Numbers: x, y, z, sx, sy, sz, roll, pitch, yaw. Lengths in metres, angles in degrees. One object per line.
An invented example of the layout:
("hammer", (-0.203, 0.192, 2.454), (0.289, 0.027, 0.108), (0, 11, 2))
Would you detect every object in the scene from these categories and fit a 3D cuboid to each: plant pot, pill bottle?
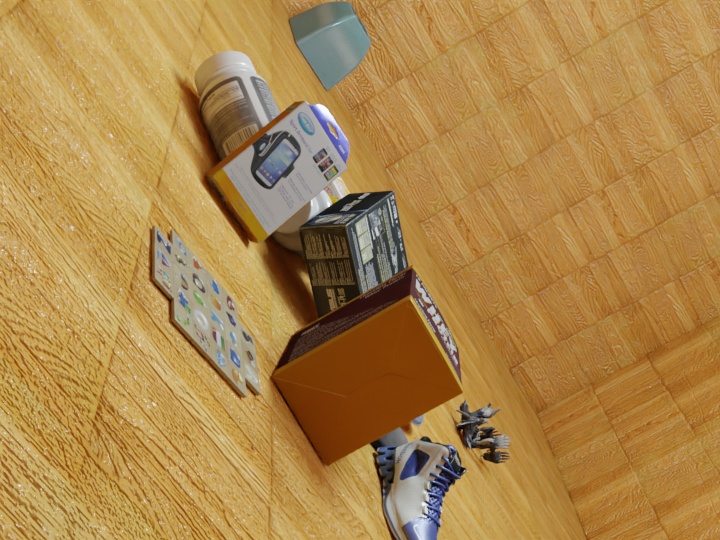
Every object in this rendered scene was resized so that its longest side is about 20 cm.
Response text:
("plant pot", (-0.082, -0.723, 3.168), (0.197, 0.199, 0.197), (54, 11, -36))
("pill bottle", (-0.177, -0.226, 1.532), (0.201, 0.113, 0.114), (66, 11, 26))
("pill bottle", (-0.079, -0.076, 1.618), (0.110, 0.109, 0.200), (64, 10, 17))

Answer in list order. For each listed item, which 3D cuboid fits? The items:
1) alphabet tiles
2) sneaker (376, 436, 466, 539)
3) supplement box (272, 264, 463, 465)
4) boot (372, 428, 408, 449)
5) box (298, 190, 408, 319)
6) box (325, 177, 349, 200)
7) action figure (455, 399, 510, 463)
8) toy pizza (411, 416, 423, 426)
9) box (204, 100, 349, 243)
("alphabet tiles", (-0.169, 0.046, 1.121), (0.200, 0.006, 0.167), (54, 12, -35))
("sneaker", (0.092, 0.300, 1.413), (0.081, 0.115, 0.200), (52, 15, -35))
("supplement box", (0.016, 0.115, 1.307), (0.134, 0.196, 0.200), (59, 9, -8))
("boot", (0.056, 0.189, 1.493), (0.200, 0.131, 0.070), (53, 12, -38))
("box", (0.000, 0.000, 1.540), (0.164, 0.085, 0.202), (-40, 123, -54))
("box", (-0.042, -0.059, 1.782), (0.201, 0.101, 0.112), (62, 9, 7))
("action figure", (0.276, 0.353, 2.250), (0.200, 0.101, 0.120), (50, 26, -53))
("toy pizza", (0.052, 0.185, 1.780), (0.201, 0.032, 0.200), (59, 11, -18))
("box", (-0.109, -0.147, 1.439), (0.120, 0.200, 0.041), (57, -22, -22))
